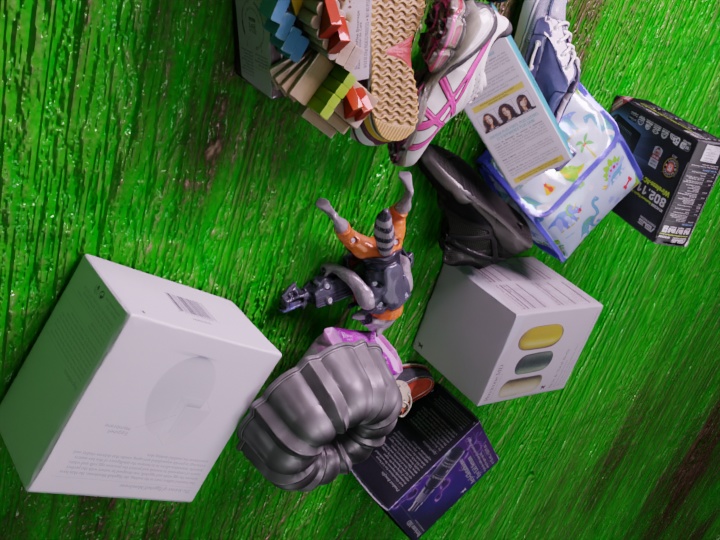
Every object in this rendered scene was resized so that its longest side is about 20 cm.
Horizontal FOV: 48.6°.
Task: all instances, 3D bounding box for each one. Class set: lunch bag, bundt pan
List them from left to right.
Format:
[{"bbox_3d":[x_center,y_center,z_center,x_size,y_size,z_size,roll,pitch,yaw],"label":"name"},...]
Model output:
[{"bbox_3d":[-0.035,0.174,0.895,0.201,0.076,0.203,-27,147,-19],"label":"bundt pan"},{"bbox_3d":[0.263,-0.140,1.075,0.170,0.127,0.200,-45,126,-2],"label":"lunch bag"}]

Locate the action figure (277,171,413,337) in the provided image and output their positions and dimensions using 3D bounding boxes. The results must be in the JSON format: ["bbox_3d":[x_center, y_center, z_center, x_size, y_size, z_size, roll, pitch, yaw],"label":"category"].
[{"bbox_3d":[0.000,0.000,0.956,0.199,0.104,0.195,-28,127,-23],"label":"action figure"}]

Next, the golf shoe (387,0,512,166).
[{"bbox_3d":[0.091,-0.189,0.854,0.091,0.073,0.201,8,132,-22],"label":"golf shoe"}]

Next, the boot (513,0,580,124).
[{"bbox_3d":[0.234,-0.271,0.961,0.073,0.090,0.201,-19,134,-50],"label":"boot"}]

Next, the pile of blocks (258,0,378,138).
[{"bbox_3d":[-0.037,-0.190,0.690,0.082,0.062,0.201,-36,136,-12],"label":"pile of blocks"}]

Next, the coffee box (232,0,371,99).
[{"bbox_3d":[-0.053,-0.271,0.723,0.112,0.080,0.201,-19,130,-29],"label":"coffee box"}]

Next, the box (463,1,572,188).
[{"bbox_3d":[0.163,-0.197,0.919,0.082,0.049,0.200,-26,119,21],"label":"box"}]

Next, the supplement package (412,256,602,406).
[{"bbox_3d":[0.213,0.082,1.163,0.199,0.151,0.153,-2,121,-40],"label":"supplement package"}]

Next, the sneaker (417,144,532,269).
[{"bbox_3d":[0.121,-0.070,1.024,0.114,0.077,0.199,-33,124,28],"label":"sneaker"}]

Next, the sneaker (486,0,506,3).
[{"bbox_3d":[0.124,-0.382,0.822,0.088,0.075,0.200,-58,144,-14],"label":"sneaker"}]

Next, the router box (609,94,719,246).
[{"bbox_3d":[0.412,-0.146,1.135,0.062,0.200,0.151,4,117,-21],"label":"router box"}]

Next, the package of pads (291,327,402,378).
[{"bbox_3d":[-0.047,0.166,1.025,0.120,0.076,0.200,10,126,-49],"label":"package of pads"}]

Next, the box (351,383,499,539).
[{"bbox_3d":[0.104,0.306,1.266,0.200,0.104,0.148,-43,139,-9],"label":"box"}]

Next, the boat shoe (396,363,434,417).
[{"bbox_3d":[0.036,0.191,1.154,0.199,0.062,0.072,-14,126,-36],"label":"boat shoe"}]

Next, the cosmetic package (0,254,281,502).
[{"bbox_3d":[-0.227,0.119,0.823,0.199,0.123,0.201,24,101,-48],"label":"cosmetic package"}]

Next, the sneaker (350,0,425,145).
[{"bbox_3d":[0.013,-0.232,0.827,0.074,0.090,0.202,3,91,-32],"label":"sneaker"}]
